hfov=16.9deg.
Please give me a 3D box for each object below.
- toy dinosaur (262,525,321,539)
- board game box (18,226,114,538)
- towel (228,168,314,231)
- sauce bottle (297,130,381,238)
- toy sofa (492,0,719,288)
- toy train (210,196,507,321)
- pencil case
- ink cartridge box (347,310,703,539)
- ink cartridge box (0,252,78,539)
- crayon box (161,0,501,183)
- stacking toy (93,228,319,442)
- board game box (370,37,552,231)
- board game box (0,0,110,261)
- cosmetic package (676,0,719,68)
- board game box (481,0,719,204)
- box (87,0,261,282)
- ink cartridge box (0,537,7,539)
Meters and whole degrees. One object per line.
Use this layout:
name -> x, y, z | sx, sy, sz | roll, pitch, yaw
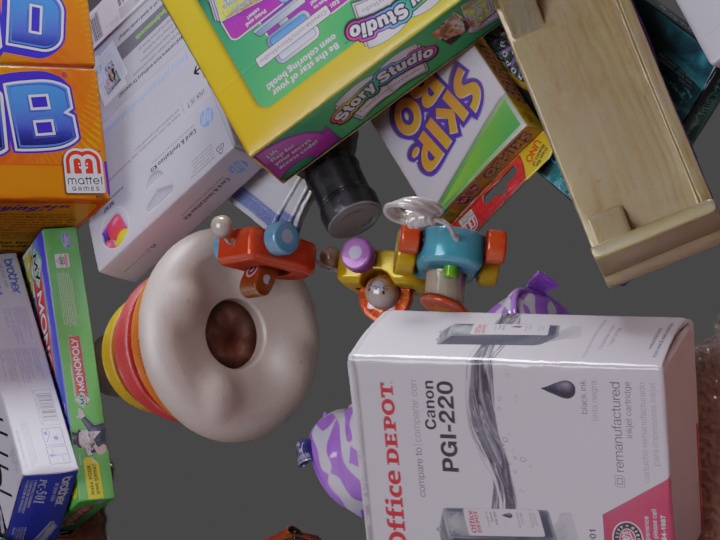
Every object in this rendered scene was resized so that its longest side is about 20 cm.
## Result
toy dinosaur -> 0.019, 0.201, 1.515 | 0.181, 0.105, 0.201 | 32, 136, 9
board game box -> -0.224, 0.085, 1.778 | 0.135, 0.029, 0.202 | 138, 125, -63
towel -> -0.048, -0.135, 1.720 | 0.147, 0.024, 0.201 | 38, 104, 37
sauce bottle -> -0.041, -0.113, 1.652 | 0.065, 0.064, 0.201 | -42, 57, 25
toy sofa -> 0.153, -0.096, 1.496 | 0.082, 0.098, 0.201 | -22, 73, 7
toy train -> 0.000, 0.000, 1.574 | 0.199, 0.150, 0.056 | -7, 72, 46
pencil case -> 0.056, 0.087, 1.576 | 0.199, 0.084, 0.086 | -32, 42, 28
ink cartridge box -> 0.100, 0.105, 1.471 | 0.198, 0.085, 0.147 | 1, 110, 21
ink cartridge box -> -0.255, 0.094, 1.759 | 0.094, 0.044, 0.201 | 113, 145, -46
crayon box -> -0.020, -0.187, 1.601 | 0.199, 0.058, 0.173 | -36, 62, 9
stacking toy -> -0.136, 0.053, 1.714 | 0.199, 0.145, 0.148 | -11, 76, 53
board game box -> 0.047, -0.123, 1.610 | 0.096, 0.030, 0.201 | -46, 61, 25
board game box -> -0.318, -0.115, 1.768 | 0.200, 0.198, 0.202 | -33, 62, 59
cosmetic package -> 0.226, -0.228, 1.494 | 0.101, 0.071, 0.201 | -38, 63, 27
board game box -> 0.138, -0.131, 1.572 | 0.200, 0.028, 0.136 | 44, 112, 33
box -> -0.152, -0.119, 1.761 | 0.156, 0.041, 0.201 | -40, 51, 30
ink cartridge box -> -0.260, 0.295, 1.725 | 0.145, 0.084, 0.202 | 12, 122, 39
